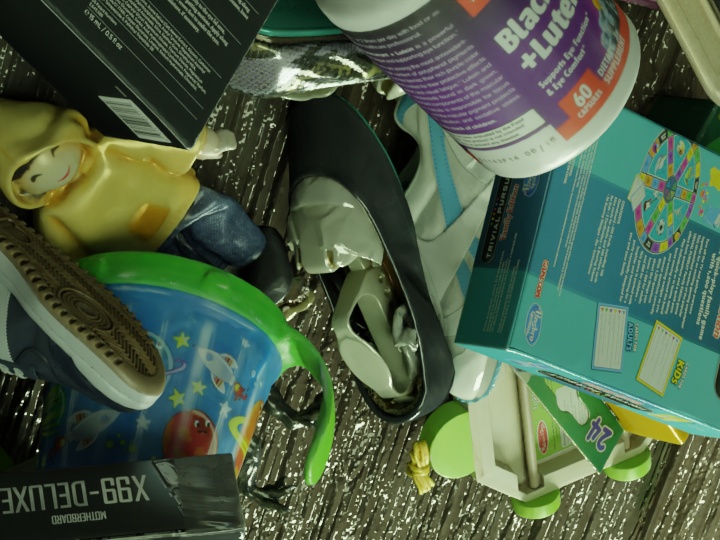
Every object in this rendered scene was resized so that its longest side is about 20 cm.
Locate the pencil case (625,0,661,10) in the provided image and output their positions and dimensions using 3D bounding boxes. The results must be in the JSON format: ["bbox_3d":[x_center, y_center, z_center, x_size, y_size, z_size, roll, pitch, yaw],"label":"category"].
[{"bbox_3d":[0.142,-0.190,1.363,0.199,0.083,0.087,10,110,-35],"label":"pencil case"}]

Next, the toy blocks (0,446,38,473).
[{"bbox_3d":[-0.207,0.176,1.360,0.199,0.100,0.137,-25,151,-31],"label":"toy blocks"}]

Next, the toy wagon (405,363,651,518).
[{"bbox_3d":[0.112,0.081,1.529,0.199,0.040,0.156,-20,125,-18],"label":"toy wagon"}]

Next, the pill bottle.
[{"bbox_3d":[0.045,-0.146,1.234,0.112,0.111,0.200,-48,125,2],"label":"pill bottle"}]

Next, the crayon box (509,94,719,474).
[{"bbox_3d":[0.180,0.012,1.471,0.126,0.051,0.201,49,64,-39],"label":"crayon box"}]

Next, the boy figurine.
[{"bbox_3d":[-0.121,-0.038,1.309,0.124,0.065,0.200,-41,133,13],"label":"boy figurine"}]

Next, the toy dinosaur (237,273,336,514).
[{"bbox_3d":[-0.068,0.091,1.428,0.088,0.047,0.201,27,102,-23],"label":"toy dinosaur"}]

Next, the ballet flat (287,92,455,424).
[{"bbox_3d":[0.000,0.000,1.368,0.073,0.073,0.201,-26,112,-14],"label":"ballet flat"}]

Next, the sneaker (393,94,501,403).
[{"bbox_3d":[0.055,-0.019,1.416,0.080,0.077,0.201,3,114,5],"label":"sneaker"}]

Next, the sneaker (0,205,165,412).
[{"bbox_3d":[-0.196,0.032,1.245,0.109,0.200,0.070,-55,164,14],"label":"sneaker"}]

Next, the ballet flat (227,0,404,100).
[{"bbox_3d":[0.002,-0.126,1.332,0.199,0.072,0.073,-7,120,-31],"label":"ballet flat"}]

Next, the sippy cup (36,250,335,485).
[{"bbox_3d":[-0.114,0.079,1.297,0.139,0.177,0.131,39,51,-39],"label":"sippy cup"}]

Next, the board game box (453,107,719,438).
[{"bbox_3d":[0.154,-0.003,1.377,0.199,0.047,0.152,22,79,-38],"label":"board game box"}]

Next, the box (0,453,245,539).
[{"bbox_3d":[-0.145,0.176,1.246,0.156,0.050,0.201,-4,140,-13],"label":"box"}]

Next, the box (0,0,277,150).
[{"bbox_3d":[-0.129,-0.176,1.189,0.200,0.079,0.142,46,67,-39],"label":"box"}]

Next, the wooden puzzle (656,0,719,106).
[{"bbox_3d":[0.222,-0.214,1.333,0.185,0.037,0.200,-48,126,-14],"label":"wooden puzzle"}]
